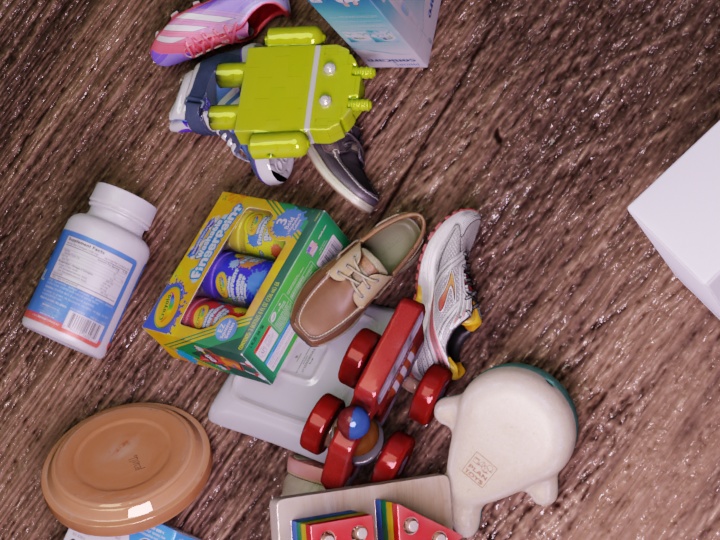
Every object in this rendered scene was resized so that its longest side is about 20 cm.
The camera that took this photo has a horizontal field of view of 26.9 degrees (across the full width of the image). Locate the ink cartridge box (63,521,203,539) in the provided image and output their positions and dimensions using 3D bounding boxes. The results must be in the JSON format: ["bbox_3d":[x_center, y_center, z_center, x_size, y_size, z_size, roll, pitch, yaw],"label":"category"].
[{"bbox_3d":[-0.282,0.374,1.723,0.146,0.084,0.201,17,78,30],"label":"ink cartridge box"}]

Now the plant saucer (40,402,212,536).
[{"bbox_3d":[-0.271,0.222,1.743,0.200,0.032,0.201,-6,39,5],"label":"plant saucer"}]

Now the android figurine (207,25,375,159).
[{"bbox_3d":[-0.080,-0.211,1.791,0.199,0.041,0.183,1,63,15],"label":"android figurine"}]

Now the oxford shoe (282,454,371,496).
[{"bbox_3d":[-0.002,0.265,1.647,0.200,0.071,0.074,19,95,36],"label":"oxford shoe"}]

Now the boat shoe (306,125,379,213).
[{"bbox_3d":[-0.029,-0.152,1.805,0.065,0.072,0.200,-42,53,11],"label":"boat shoe"}]

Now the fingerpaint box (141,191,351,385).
[{"bbox_3d":[-0.133,0.016,1.752,0.167,0.073,0.200,13,64,39],"label":"fingerpaint box"}]

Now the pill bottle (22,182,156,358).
[{"bbox_3d":[-0.329,-0.002,1.869,0.112,0.112,0.200,18,79,30],"label":"pill bottle"}]

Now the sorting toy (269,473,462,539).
[{"bbox_3d":[0.019,0.317,1.503,0.070,0.198,0.201,-4,91,62],"label":"sorting toy"}]

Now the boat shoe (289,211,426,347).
[{"bbox_3d":[0.000,0.000,1.690,0.076,0.074,0.200,43,68,2],"label":"boat shoe"}]

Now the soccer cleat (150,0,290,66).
[{"bbox_3d":[-0.181,-0.313,1.942,0.200,0.067,0.077,-31,66,10],"label":"soccer cleat"}]

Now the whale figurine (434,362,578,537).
[{"bbox_3d":[0.146,0.186,1.592,0.159,0.104,0.200,38,114,9],"label":"whale figurine"}]

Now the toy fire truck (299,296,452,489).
[{"bbox_3d":[0.012,0.135,1.566,0.112,0.168,0.200,27,76,13],"label":"toy fire truck"}]

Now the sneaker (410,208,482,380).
[{"bbox_3d":[0.105,0.030,1.678,0.082,0.078,0.201,13,87,25],"label":"sneaker"}]

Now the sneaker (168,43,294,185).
[{"bbox_3d":[-0.168,-0.176,1.879,0.146,0.081,0.201,-21,66,24],"label":"sneaker"}]

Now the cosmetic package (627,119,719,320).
[{"bbox_3d":[0.396,-0.059,1.491,0.199,0.200,0.123,-43,59,5],"label":"cosmetic package"}]

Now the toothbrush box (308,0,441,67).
[{"bbox_3d":[0.021,-0.346,1.776,0.085,0.200,0.147,4,74,28],"label":"toothbrush box"}]

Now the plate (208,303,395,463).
[{"bbox_3d":[-0.060,0.107,1.724,0.200,0.032,0.200,15,68,31],"label":"plate"}]
